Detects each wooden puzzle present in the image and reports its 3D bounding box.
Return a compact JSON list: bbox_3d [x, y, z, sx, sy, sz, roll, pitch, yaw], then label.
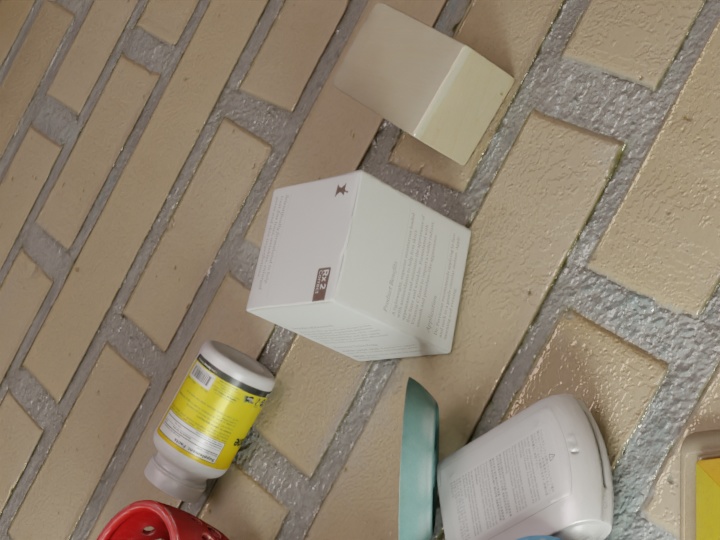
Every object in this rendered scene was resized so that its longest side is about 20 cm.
[{"bbox_3d":[0.366,0.232,1.331,0.185,0.037,0.201,-15,58,45],"label":"wooden puzzle"}]

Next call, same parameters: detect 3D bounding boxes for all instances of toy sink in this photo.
[{"bbox_3d":[0.080,-0.241,1.879,0.200,0.112,0.131,36,98,47],"label":"toy sink"}]

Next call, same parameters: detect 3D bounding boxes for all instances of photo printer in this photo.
[{"bbox_3d":[0.175,0.233,1.527,0.200,0.069,0.167,-37,43,31],"label":"photo printer"}]

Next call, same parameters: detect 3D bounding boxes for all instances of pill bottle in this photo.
[{"bbox_3d":[-0.207,0.205,1.962,0.201,0.112,0.112,-60,38,5],"label":"pill bottle"}]

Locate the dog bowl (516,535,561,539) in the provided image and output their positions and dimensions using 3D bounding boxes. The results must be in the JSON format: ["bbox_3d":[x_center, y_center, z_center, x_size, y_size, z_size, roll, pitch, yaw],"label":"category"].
[{"bbox_3d":[0.148,0.334,1.463,0.200,0.111,0.050,-39,25,29],"label":"dog bowl"}]

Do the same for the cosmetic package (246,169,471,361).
[{"bbox_3d":[0.000,0.000,1.762,0.165,0.200,0.166,-9,62,47],"label":"cosmetic package"}]

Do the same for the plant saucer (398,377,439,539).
[{"bbox_3d":[0.066,0.219,1.611,0.036,0.200,0.201,3,65,5],"label":"plant saucer"}]

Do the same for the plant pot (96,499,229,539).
[{"bbox_3d":[-0.222,0.402,1.808,0.200,0.182,0.201,-27,51,39],"label":"plant pot"}]
